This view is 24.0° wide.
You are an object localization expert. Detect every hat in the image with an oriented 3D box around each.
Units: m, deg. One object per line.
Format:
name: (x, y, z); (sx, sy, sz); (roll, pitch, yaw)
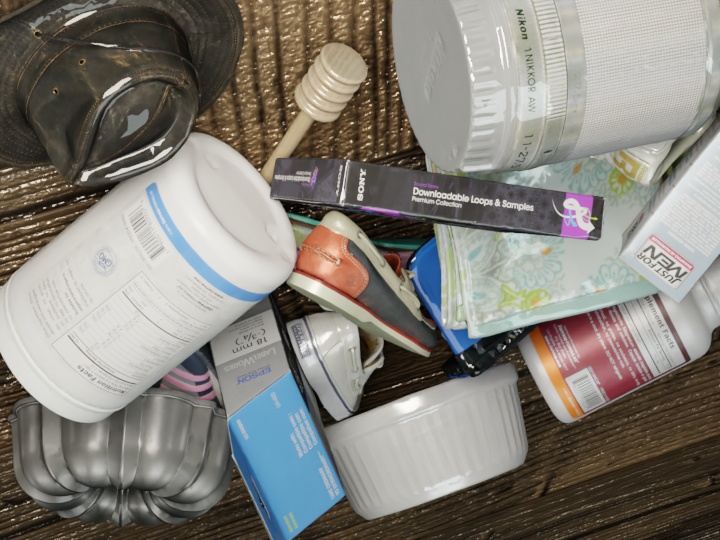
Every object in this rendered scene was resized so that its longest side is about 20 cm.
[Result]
hat: (-0.161, -0.106, 1.106); (0.199, 0.081, 0.201); (-17, 149, -10)

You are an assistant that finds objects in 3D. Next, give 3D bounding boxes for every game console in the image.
game console: (0.130, -0.014, 1.439); (0.200, 0.119, 0.171); (-39, -179, -9)

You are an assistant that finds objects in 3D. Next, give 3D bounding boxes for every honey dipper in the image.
honey dipper: (-0.055, -0.087, 1.246); (0.038, 0.038, 0.200); (1, 143, -33)

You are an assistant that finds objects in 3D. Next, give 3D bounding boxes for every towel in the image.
towel: (0.149, -0.047, 1.341); (0.199, 0.048, 0.172); (-13, 110, -15)

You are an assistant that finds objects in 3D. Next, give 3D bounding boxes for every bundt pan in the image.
bundt pan: (-0.200, 0.165, 1.433); (0.200, 0.076, 0.202); (1, 157, 0)

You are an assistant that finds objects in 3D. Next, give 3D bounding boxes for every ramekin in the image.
ramekin: (0.064, 0.161, 1.572); (0.201, 0.095, 0.202); (-20, 175, -2)

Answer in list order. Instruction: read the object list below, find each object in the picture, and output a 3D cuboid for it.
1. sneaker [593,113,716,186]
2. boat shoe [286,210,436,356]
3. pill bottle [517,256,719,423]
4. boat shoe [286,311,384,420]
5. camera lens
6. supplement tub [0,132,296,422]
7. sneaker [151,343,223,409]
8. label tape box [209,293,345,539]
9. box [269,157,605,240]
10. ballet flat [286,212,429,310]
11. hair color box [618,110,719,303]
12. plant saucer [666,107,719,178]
sneaker: (0.167, -0.104, 1.249); (0.199, 0.116, 0.074); (-27, 154, -15)
boat shoe: (0.012, 0.014, 1.295); (0.200, 0.071, 0.063); (34, 78, -57)
pill bottle: (0.251, 0.050, 1.575); (0.199, 0.113, 0.113); (-28, 148, 8)
boat shoe: (-0.011, 0.075, 1.468); (0.069, 0.071, 0.200); (-22, 158, 2)
camera lens: (0.138, -0.155, 1.145); (0.199, 0.161, 0.160); (-12, 147, -16)
supplement tub: (-0.156, 0.006, 1.231); (0.200, 0.132, 0.132); (-37, 146, 24)
sneaker: (-0.161, 0.076, 1.394); (0.082, 0.070, 0.200); (-23, 147, -1)
label tape box: (-0.066, 0.122, 1.360); (0.063, 0.200, 0.145); (-21, 126, 0)
box: (0.052, -0.051, 1.200); (0.199, 0.036, 0.143); (6, -179, -24)
ballet flat: (0.000, 0.000, 1.371); (0.199, 0.072, 0.069); (9, -178, -45)
hair color box: (0.277, -0.078, 1.269); (0.200, 0.061, 0.099); (-53, 178, 14)
plant saucer: (0.331, -0.136, 1.397); (0.199, 0.048, 0.200); (-29, 149, 2)
